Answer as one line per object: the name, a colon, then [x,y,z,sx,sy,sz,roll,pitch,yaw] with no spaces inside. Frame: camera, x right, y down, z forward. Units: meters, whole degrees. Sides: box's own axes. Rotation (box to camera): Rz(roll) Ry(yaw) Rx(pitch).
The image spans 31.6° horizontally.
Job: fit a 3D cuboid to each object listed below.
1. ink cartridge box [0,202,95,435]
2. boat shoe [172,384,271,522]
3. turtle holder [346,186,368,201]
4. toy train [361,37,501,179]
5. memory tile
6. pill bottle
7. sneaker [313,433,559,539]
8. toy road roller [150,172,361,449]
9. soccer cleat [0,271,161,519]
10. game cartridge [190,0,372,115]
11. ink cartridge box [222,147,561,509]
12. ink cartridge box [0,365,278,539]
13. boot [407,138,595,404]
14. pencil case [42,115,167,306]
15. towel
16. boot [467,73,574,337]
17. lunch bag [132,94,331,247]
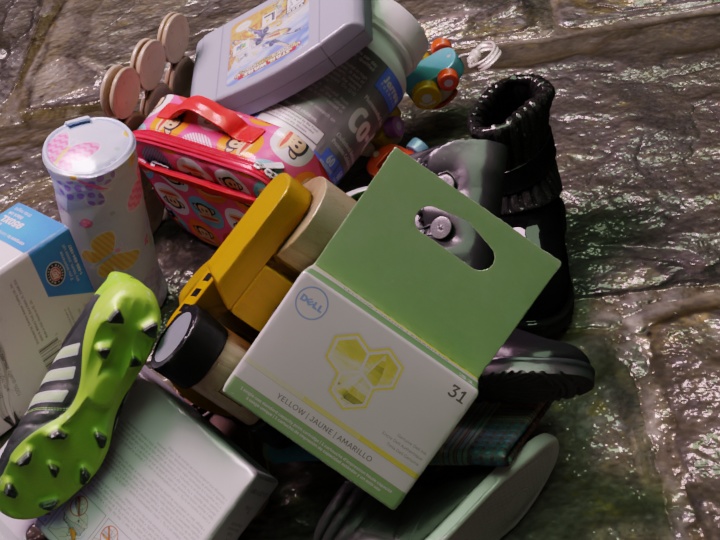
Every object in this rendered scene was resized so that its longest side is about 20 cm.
ink cartridge box: [-0.330,0.059,1.099,0.084,0.145,0.200,24,50,39]
boat shoe: [-0.121,0.121,1.026,0.072,0.068,0.200,-16,38,-5]
turtle holder: [0.008,-0.006,1.097,0.185,0.132,0.141,14,46,29]
toy train: [0.065,-0.149,1.303,0.150,0.056,0.200,23,70,49]
memory tile: [-0.203,-0.144,1.273,0.017,0.200,0.153,14,46,17]
pill bottle: [-0.025,-0.175,1.267,0.114,0.114,0.200,25,72,38]
sneaker: [0.050,0.164,0.922,0.200,0.071,0.099,-37,49,-22]
toy road roller: [-0.068,0.020,0.961,0.200,0.123,0.146,-51,22,6]
soccer cleat: [-0.210,0.094,0.947,0.200,0.068,0.081,-58,26,6]
game cartridge: [-0.080,-0.217,1.234,0.200,0.042,0.133,-25,36,21]
ink cartridge box: [0.022,0.039,0.861,0.146,0.200,0.048,35,10,0]
ink cartridge box: [-0.187,0.169,0.963,0.200,0.044,0.174,36,88,29]
boot: [0.096,-0.003,0.957,0.165,0.066,0.200,-4,64,22]
pencil case: [-0.230,-0.042,1.158,0.083,0.200,0.091,-8,45,-5]
towel: [0.042,0.112,0.973,0.200,0.022,0.147,-2,20,28]
boot: [0.138,-0.059,1.105,0.079,0.158,0.211,-5,39,9]
lunch bag: [-0.118,-0.090,1.196,0.200,0.176,0.082,19,59,34]
